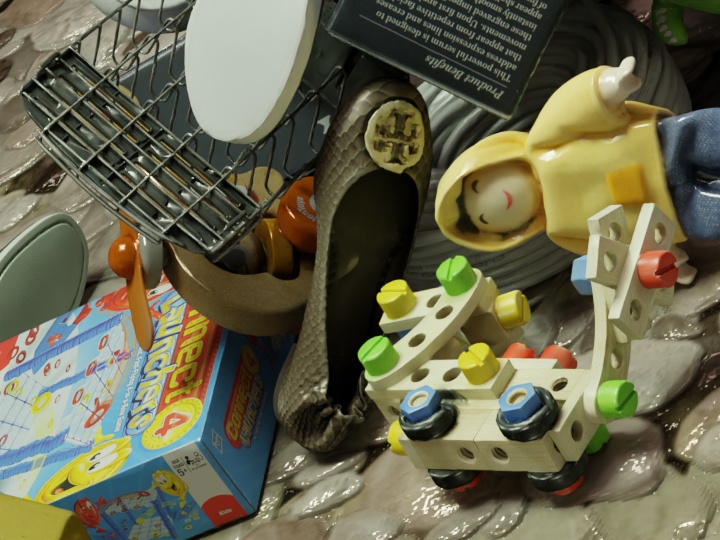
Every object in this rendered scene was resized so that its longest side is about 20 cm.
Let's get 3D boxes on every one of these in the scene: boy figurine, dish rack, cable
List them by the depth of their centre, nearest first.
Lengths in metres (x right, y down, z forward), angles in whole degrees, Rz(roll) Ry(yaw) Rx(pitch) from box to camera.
[{"bbox_3d":[0.127,-0.048,1.365,0.199,0.125,0.065,1,34,22],"label":"boy figurine"},{"bbox_3d":[-0.078,-0.089,1.456,0.200,0.153,0.055,-44,-12,-36],"label":"dish rack"},{"bbox_3d":[0.086,-0.065,1.520,0.200,0.069,0.200,-37,27,-1],"label":"cable"}]

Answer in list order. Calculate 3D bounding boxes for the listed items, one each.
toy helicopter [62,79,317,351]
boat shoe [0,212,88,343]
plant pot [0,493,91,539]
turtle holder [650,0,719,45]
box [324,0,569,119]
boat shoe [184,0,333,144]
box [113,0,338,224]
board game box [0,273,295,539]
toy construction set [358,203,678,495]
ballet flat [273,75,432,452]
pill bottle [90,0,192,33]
[{"bbox_3d":[-0.102,-0.033,1.502,0.132,0.079,0.200,-27,58,-36],"label":"toy helicopter"},{"bbox_3d":[-0.239,0.042,1.718,0.060,0.076,0.200,-2,40,39],"label":"boat shoe"},{"bbox_3d":[-0.198,0.214,1.276,0.175,0.201,0.200,-10,34,20],"label":"plant pot"},{"bbox_3d":[0.202,-0.209,1.509,0.140,0.132,0.186,6,25,4],"label":"turtle holder"},{"bbox_3d":[0.075,-0.200,1.423,0.201,0.107,0.149,-63,3,16],"label":"box"},{"bbox_3d":[-0.038,-0.160,1.419,0.072,0.066,0.201,3,82,31],"label":"boat shoe"},{"bbox_3d":[-0.067,-0.101,1.651,0.148,0.105,0.200,-29,5,12],"label":"box"},{"bbox_3d":[-0.139,0.086,1.547,0.195,0.056,0.200,-24,28,22],"label":"board game box"},{"bbox_3d":[0.079,0.041,1.341,0.200,0.092,0.131,-20,28,50],"label":"toy construction set"},{"bbox_3d":[0.000,0.000,1.424,0.046,0.067,0.201,36,113,60],"label":"ballet flat"},{"bbox_3d":[-0.118,-0.199,1.659,0.111,0.111,0.200,-34,5,3],"label":"pill bottle"}]
